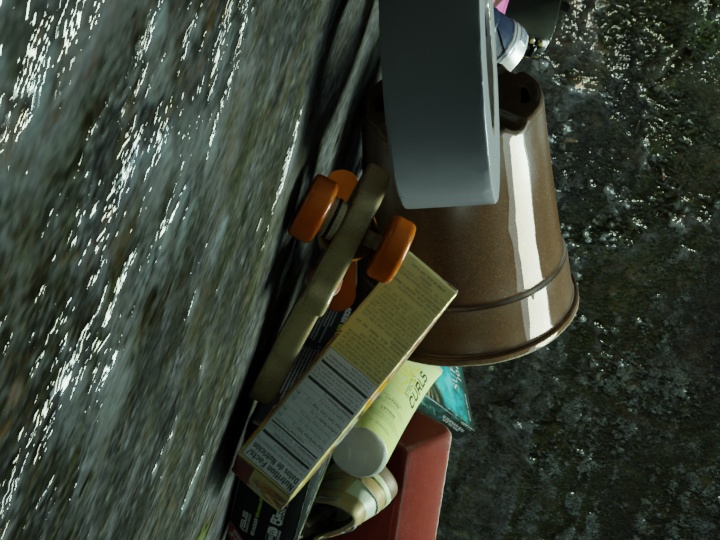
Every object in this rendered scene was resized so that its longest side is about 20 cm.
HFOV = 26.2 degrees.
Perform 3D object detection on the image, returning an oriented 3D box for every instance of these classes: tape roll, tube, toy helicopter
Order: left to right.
[{"bbox_3d":[-0.032,0.009,1.126,0.201,0.079,0.132,-61,-173,23],"label":"toy helicopter"},{"bbox_3d":[0.024,0.108,1.371,0.200,0.052,0.058,-57,142,-61],"label":"tube"},{"bbox_3d":[0.056,-0.143,1.050,0.200,0.066,0.202,-4,90,-82],"label":"tape roll"}]

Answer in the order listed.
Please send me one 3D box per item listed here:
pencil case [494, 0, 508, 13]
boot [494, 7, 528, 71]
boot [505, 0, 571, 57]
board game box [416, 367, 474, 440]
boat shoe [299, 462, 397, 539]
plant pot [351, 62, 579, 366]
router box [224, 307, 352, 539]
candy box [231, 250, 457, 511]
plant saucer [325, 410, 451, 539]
[{"bbox_3d":[0.099,-0.243,1.450,0.201,0.093,0.091,103,7,-47],"label":"pencil case"},{"bbox_3d":[0.054,-0.172,1.416,0.200,0.090,0.073,-46,-149,21],"label":"boot"},{"bbox_3d":[0.129,-0.228,1.602,0.078,0.137,0.201,99,11,-69],"label":"boot"},{"bbox_3d":[0.053,0.055,1.542,0.135,0.028,0.201,38,32,-44],"label":"board game box"},{"bbox_3d":[-0.051,0.227,1.448,0.076,0.072,0.200,-47,-172,-39],"label":"boat shoe"},{"bbox_3d":[0.081,-0.057,1.303,0.201,0.199,0.199,-65,154,-55],"label":"plant pot"},{"bbox_3d":[-0.050,0.133,1.350,0.200,0.062,0.151,-66,174,-53],"label":"router box"},{"bbox_3d":[-0.014,0.086,1.179,0.200,0.055,0.115,-51,177,-14],"label":"candy box"},{"bbox_3d":[-0.007,0.211,1.498,0.037,0.199,0.201,-9,114,-43],"label":"plant saucer"}]
